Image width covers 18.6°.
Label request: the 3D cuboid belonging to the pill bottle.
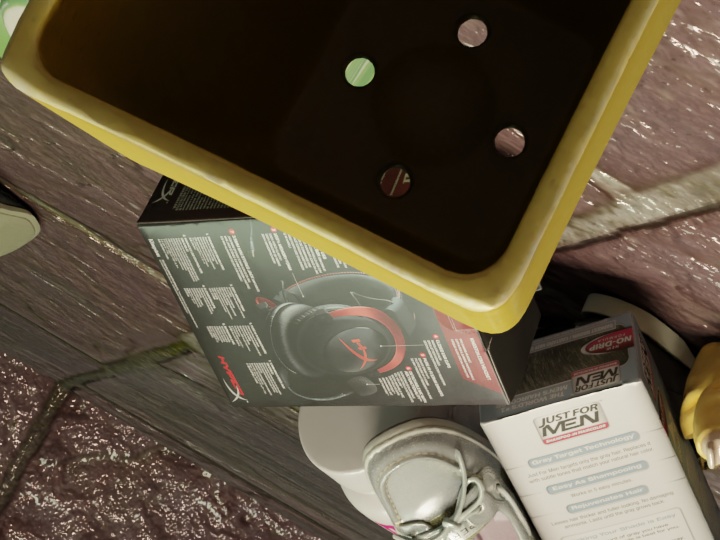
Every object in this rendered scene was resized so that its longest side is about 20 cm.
[{"bbox_3d":[0.055,0.122,1.390,0.113,0.114,0.200,16,165,44],"label":"pill bottle"}]

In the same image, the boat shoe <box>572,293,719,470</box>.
[{"bbox_3d":[0.203,0.090,1.376,0.201,0.061,0.072,35,165,-26],"label":"boat shoe"}]

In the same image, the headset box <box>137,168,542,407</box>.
[{"bbox_3d":[0.000,0.000,1.210,0.199,0.075,0.149,-3,132,27],"label":"headset box"}]

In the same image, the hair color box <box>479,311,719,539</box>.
[{"bbox_3d":[0.150,0.124,1.321,0.098,0.061,0.200,-17,130,15],"label":"hair color box"}]

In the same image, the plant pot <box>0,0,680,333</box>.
[{"bbox_3d":[0.015,-0.089,0.826,0.195,0.195,0.200,26,172,12],"label":"plant pot"}]

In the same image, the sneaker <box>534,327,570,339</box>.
[{"bbox_3d":[0.093,0.068,1.495,0.200,0.076,0.115,22,164,20],"label":"sneaker"}]

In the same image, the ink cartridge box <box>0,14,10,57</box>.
[{"bbox_3d":[-0.144,-0.132,1.269,0.199,0.060,0.104,30,166,-7],"label":"ink cartridge box"}]

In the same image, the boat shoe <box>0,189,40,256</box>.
[{"bbox_3d":[-0.350,-0.061,2.020,0.068,0.072,0.200,63,-175,18],"label":"boat shoe"}]

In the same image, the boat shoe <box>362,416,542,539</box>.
[{"bbox_3d":[0.068,0.161,1.300,0.202,0.074,0.065,56,-170,-39],"label":"boat shoe"}]

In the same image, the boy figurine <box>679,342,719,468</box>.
[{"bbox_3d":[0.237,0.092,1.236,0.124,0.065,0.200,-7,-163,-26],"label":"boy figurine"}]

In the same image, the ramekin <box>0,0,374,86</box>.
[{"bbox_3d":[-0.080,-0.121,1.086,0.199,0.098,0.200,28,167,7],"label":"ramekin"}]
